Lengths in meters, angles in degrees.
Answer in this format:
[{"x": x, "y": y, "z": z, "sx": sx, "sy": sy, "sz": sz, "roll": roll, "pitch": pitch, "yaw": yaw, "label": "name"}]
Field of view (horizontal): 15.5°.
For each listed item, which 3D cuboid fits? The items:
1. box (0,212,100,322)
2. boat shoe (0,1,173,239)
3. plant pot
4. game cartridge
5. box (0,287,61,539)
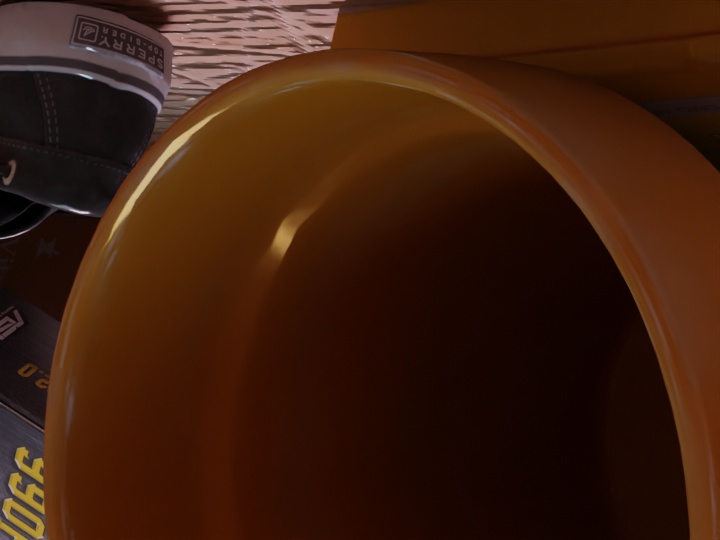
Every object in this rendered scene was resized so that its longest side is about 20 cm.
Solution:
[{"x": -0.089, "y": 0.066, "z": 1.046, "sx": 0.199, "sy": 0.153, "sz": 0.106, "roll": 1, "pitch": 159, "yaw": 34, "label": "box"}, {"x": -0.115, "y": -0.038, "z": 0.798, "sx": 0.068, "sy": 0.057, "sz": 0.200, "roll": 15, "pitch": 170, "yaw": -24, "label": "boat shoe"}, {"x": 0.056, "y": 0.049, "z": 0.641, "sx": 0.200, "sy": 0.201, "sz": 0.183, "roll": 0, "pitch": -178, "yaw": 43, "label": "plant pot"}, {"x": 0.120, "y": -0.036, "z": 0.666, "sx": 0.200, "sy": 0.033, "sz": 0.176, "roll": 1, "pitch": 167, "yaw": 45, "label": "game cartridge"}, {"x": -0.093, "y": 0.126, "z": 0.931, "sx": 0.158, "sy": 0.048, "sz": 0.200, "roll": 32, "pitch": 132, "yaw": 15, "label": "box"}]
